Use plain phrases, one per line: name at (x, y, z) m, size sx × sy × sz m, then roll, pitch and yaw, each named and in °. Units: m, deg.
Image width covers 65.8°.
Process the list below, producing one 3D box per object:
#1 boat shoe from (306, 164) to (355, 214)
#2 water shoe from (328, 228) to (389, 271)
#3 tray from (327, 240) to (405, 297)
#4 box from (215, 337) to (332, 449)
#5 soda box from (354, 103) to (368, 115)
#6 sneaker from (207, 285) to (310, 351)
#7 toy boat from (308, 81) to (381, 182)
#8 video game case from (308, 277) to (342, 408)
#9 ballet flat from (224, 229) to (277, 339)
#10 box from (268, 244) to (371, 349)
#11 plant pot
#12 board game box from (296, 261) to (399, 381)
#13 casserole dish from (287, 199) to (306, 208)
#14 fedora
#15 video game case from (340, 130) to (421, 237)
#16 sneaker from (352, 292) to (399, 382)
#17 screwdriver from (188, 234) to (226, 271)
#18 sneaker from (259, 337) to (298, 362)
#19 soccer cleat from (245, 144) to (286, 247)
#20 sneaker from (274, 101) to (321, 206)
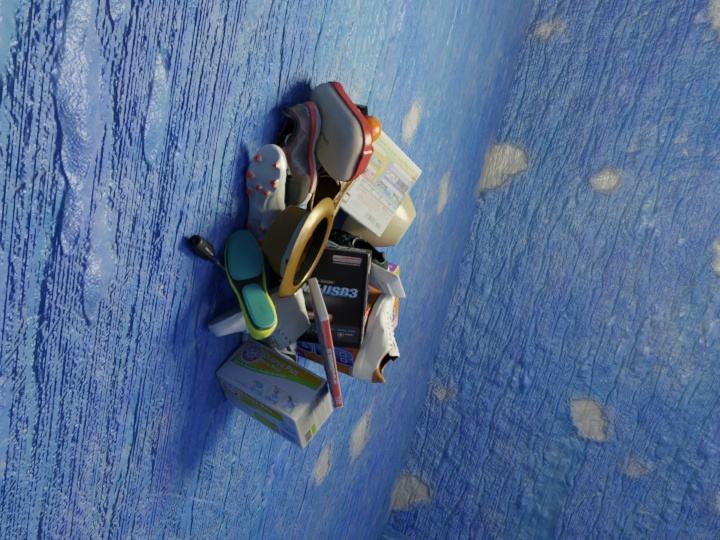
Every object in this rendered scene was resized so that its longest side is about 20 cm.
boat shoe at (-0.050, -0.183, 1.100) m, size 0.068 × 0.072 × 0.201 m, roll 81°, pitch 32°, yaw -83°
water shoe at (-0.014, -0.056, 1.250) m, size 0.071 × 0.200 × 0.079 m, roll -43°, pitch 150°, yaw -27°
tray at (0.000, 0.000, 1.170) m, size 0.022 × 0.200 × 0.107 m, roll -56°, pitch 156°, yaw -14°
box at (-0.167, 0.236, 1.086) m, size 0.101 × 0.199 × 0.113 m, roll -48°, pitch 149°, yaw -34°
soda box at (-0.022, -0.268, 1.236) m, size 0.200 × 0.071 × 0.063 m, roll 86°, pitch 28°, yaw -46°
sneaker at (-0.176, 0.106, 1.035) m, size 0.200 × 0.074 × 0.116 m, roll -25°, pitch 105°, yaw -36°
toy boat at (-0.019, -0.265, 1.047) m, size 0.130 × 0.200 × 0.131 m, roll -11°, pitch 145°, yaw -32°
video game case at (-0.065, 0.132, 1.026) m, size 0.143 × 0.017 × 0.201 m, roll -116°, pitch -164°, yaw -60°
ballet flat at (-0.192, 0.028, 0.956) m, size 0.067 × 0.201 × 0.067 m, roll -10°, pitch 154°, yaw -22°
box at (-0.084, 0.046, 1.119) m, size 0.050 × 0.199 × 0.199 m, roll -58°, pitch 155°, yaw -74°
plant pot at (0.057, -0.136, 1.365) m, size 0.201 × 0.134 × 0.200 m, roll -58°, pitch 180°, yaw 0°
board game box at (-0.040, 0.093, 1.307) m, size 0.200 × 0.199 × 0.200 m, roll -53°, pitch 152°, yaw -42°
casserole dish at (-0.111, -0.111, 1.184) m, size 0.121 × 0.039 × 0.200 m, roll -56°, pitch 154°, yaw -38°
fedora at (-0.119, -0.049, 0.988) m, size 0.201 × 0.082 × 0.201 m, roll -61°, pitch 171°, yaw -16°
video game case at (0.027, -0.196, 1.211) m, size 0.200 × 0.022 × 0.182 m, roll 35°, pitch 87°, yaw -41°
sneaker at (0.053, 0.142, 1.177) m, size 0.073 × 0.084 × 0.201 m, roll 50°, pitch 54°, yaw -64°
screwdriver at (-0.241, -0.008, 0.947) m, size 0.200 × 0.028 × 0.029 m, roll 69°, pitch 13°, yaw -63°
sneaker at (-0.167, 0.192, 1.242) m, size 0.089 × 0.074 × 0.200 m, roll -58°, pitch 157°, yaw -29°
soccer cleat at (-0.164, -0.134, 0.989) m, size 0.078 × 0.069 × 0.201 m, roll -51°, pitch 159°, yaw -56°
sneaker at (-0.130, -0.213, 1.033) m, size 0.082 × 0.077 × 0.201 m, roll -13°, pitch 124°, yaw -35°
